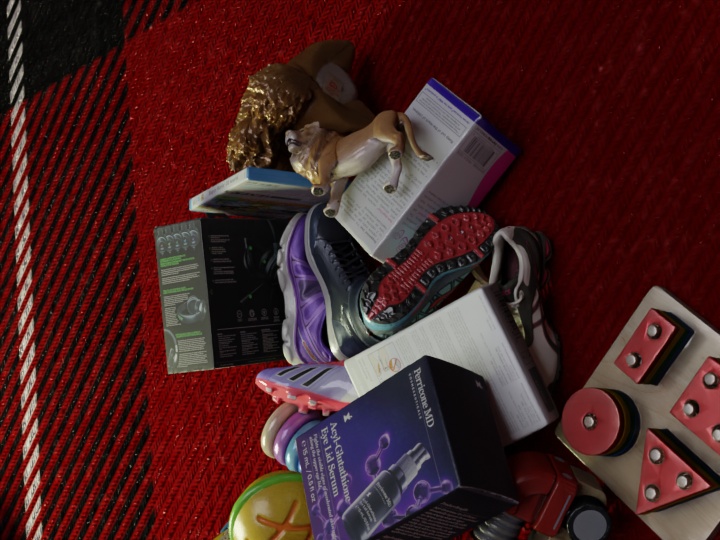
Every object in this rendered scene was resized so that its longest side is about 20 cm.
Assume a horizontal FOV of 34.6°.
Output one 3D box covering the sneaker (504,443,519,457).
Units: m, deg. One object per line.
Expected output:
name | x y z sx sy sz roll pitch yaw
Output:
sneaker | 0.127 0.191 1.318 0.071 0.083 0.202 -31 82 -4

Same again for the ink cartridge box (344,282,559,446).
ink cartridge box | 0.098 0.129 1.265 0.199 0.050 0.164 -30 82 31

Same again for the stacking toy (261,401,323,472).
stacking toy | -0.031 0.244 1.432 0.199 0.085 0.086 33 104 33

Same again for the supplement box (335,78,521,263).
supplement box | 0.075 -0.104 1.353 0.201 0.101 0.103 -52 49 8

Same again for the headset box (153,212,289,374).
headset box | -0.170 0.024 1.500 0.092 0.173 0.204 -8 87 37

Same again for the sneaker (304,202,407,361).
sneaker | 0.002 0.000 1.410 0.146 0.076 0.205 -26 77 59

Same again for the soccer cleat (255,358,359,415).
soccer cleat | -0.031 0.138 1.423 0.197 0.067 0.078 9 68 16

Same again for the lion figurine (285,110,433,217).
lion figurine | 0.000 -0.139 1.324 0.197 0.073 0.124 -15 46 26

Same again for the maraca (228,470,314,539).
maraca | -0.085 0.323 1.397 0.135 0.202 0.107 -19 35 -3

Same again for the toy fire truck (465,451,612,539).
toy fire truck | 0.137 0.263 1.215 0.198 0.129 0.178 23 101 -5

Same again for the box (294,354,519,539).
box | 0.044 0.204 1.188 0.199 0.104 0.150 -37 51 29

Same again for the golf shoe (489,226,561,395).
golf shoe | 0.171 0.051 1.281 0.076 0.088 0.204 -9 78 32

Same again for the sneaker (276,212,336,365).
sneaker | -0.056 0.025 1.500 0.082 0.080 0.204 -6 86 22

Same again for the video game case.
video game case | -0.118 -0.095 1.471 0.199 0.141 0.018 -17 71 60

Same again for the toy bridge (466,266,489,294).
toy bridge | 0.090 -0.032 1.402 0.200 0.027 0.068 40 106 37

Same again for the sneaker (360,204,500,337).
sneaker | 0.074 0.002 1.320 0.199 0.096 0.079 -36 71 -18

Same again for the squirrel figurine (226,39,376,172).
squirrel figurine | -0.098 -0.185 1.480 0.186 0.198 0.143 -39 69 43

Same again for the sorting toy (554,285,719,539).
sorting toy | 0.306 0.151 1.164 0.200 0.069 0.200 44 111 35

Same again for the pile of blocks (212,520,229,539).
pile of blocks | -0.137 0.350 1.522 0.062 0.082 0.200 42 130 -10
